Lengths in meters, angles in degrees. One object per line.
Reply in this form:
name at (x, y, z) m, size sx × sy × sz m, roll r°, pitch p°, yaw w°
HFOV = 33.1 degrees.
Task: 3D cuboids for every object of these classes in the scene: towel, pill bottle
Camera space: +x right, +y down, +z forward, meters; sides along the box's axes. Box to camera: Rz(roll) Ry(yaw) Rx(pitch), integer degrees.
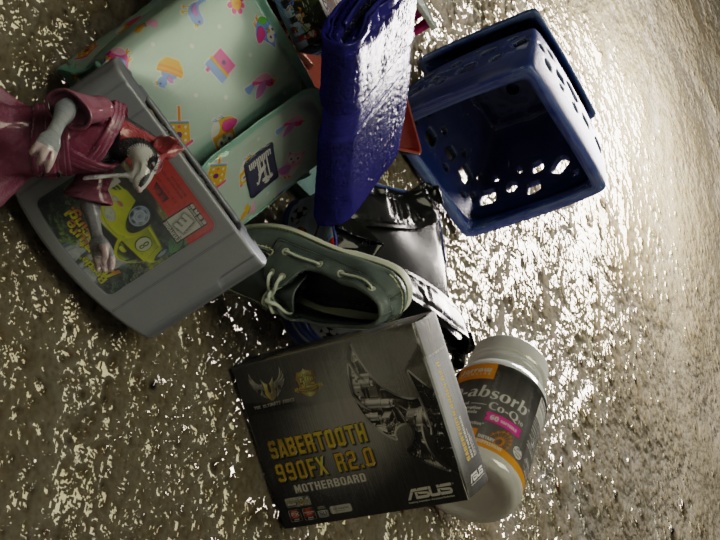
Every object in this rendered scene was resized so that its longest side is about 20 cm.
towel at (-0.003, -0.152, 1.042) m, size 0.148 × 0.049 × 0.201 m, roll -54°, pitch 158°, yaw -42°
pill bottle at (0.144, 0.172, 1.352) m, size 0.117 × 0.116 × 0.200 m, roll 56°, pitch 37°, yaw -26°

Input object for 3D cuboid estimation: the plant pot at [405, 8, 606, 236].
plant pot at (0.175, -0.189, 1.477) m, size 0.200 × 0.199 × 0.180 m, roll 52°, pitch 33°, yaw -29°

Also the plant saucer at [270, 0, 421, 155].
plant saucer at (-0.022, -0.223, 1.322) m, size 0.199 × 0.037 × 0.201 m, roll 4°, pitch 68°, yaw -55°

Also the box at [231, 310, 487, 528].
box at (-0.003, 0.135, 1.072) m, size 0.048 × 0.199 × 0.159 m, roll -26°, pitch 99°, yaw -59°

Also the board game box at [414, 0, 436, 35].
board game box at (0.003, -0.370, 1.277) m, size 0.200 × 0.026 × 0.201 m, roll 44°, pitch 22°, yaw -49°

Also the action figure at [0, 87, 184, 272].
action figure at (-0.227, -0.091, 0.868) m, size 0.134 × 0.199 × 0.150 m, roll 103°, pitch -20°, yaw -51°

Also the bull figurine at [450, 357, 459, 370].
bull figurine at (0.031, 0.154, 1.198) m, size 0.065 × 0.121 × 0.200 m, roll 63°, pitch 29°, yaw -15°

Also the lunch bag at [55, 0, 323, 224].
lunch bag at (-0.127, -0.132, 1.027) m, size 0.170 × 0.122 × 0.201 m, roll -42°, pitch 115°, yaw -25°

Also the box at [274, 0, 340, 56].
box at (-0.039, -0.261, 1.091) m, size 0.137 × 0.038 × 0.200 m, roll 66°, pitch 17°, yaw 0°

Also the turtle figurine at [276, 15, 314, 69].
turtle figurine at (-0.131, -0.268, 1.168) m, size 0.199 × 0.064 × 0.162 m, roll 13°, pitch 59°, yaw -44°

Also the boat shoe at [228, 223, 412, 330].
boat shoe at (-0.056, 0.009, 1.052) m, size 0.062 × 0.199 × 0.073 m, roll -46°, pitch 144°, yaw -60°

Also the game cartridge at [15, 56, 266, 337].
game cartridge at (-0.182, -0.048, 0.943) m, size 0.200 × 0.133 × 0.041 m, roll 54°, pitch 13°, yaw -21°

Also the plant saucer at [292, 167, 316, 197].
plant saucer at (-0.040, -0.090, 1.274) m, size 0.200 × 0.019 × 0.070 m, roll 45°, pitch 43°, yaw -38°

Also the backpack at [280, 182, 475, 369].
backpack at (0.000, 0.000, 1.178) m, size 0.190 × 0.153 × 0.201 m, roll 26°, pitch 47°, yaw -55°
